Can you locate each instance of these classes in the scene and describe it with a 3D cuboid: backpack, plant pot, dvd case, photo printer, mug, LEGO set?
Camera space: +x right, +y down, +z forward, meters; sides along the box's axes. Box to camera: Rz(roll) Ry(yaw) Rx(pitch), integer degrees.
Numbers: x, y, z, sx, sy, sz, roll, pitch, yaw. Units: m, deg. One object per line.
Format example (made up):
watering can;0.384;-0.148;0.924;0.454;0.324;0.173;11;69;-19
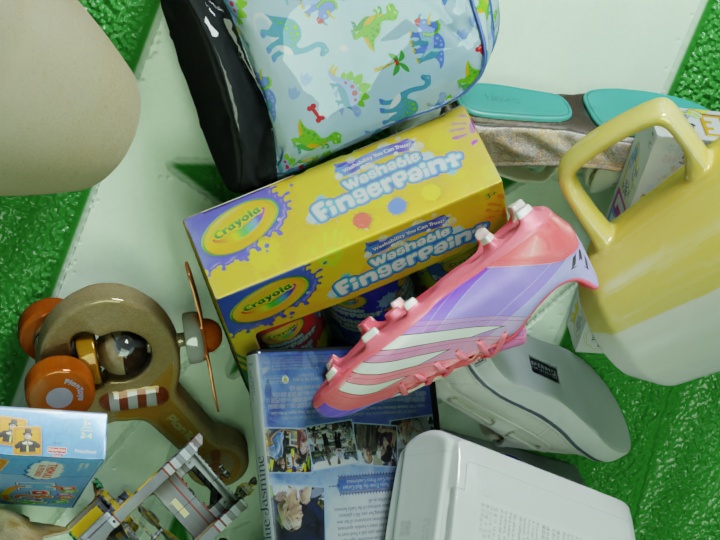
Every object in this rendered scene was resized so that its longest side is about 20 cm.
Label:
backpack;-0.008;-0.153;1.410;0.199;0.154;0.164;-20;103;-19
plant pot;-0.232;-0.121;1.336;0.200;0.187;0.188;24;104;-51
dvd case;-0.003;0.149;1.419;0.142;0.018;0.202;0;80;-36
photo printer;0.104;0.210;1.432;0.199;0.069;0.168;22;67;-37
mug;0.218;-0.016;1.421;0.153;0.149;0.188;-29;84;29
LEGO set;-0.102;0.198;1.478;0.116;0.154;0.200;-42;84;-11

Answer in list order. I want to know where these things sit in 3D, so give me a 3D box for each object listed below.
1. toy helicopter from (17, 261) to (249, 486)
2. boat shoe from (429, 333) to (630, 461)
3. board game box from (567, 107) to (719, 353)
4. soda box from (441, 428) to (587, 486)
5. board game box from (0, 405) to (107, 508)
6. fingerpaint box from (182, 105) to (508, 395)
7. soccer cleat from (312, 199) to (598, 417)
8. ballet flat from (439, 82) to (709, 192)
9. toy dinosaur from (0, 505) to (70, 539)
toy helicopter;-0.134;0.078;1.486;0.132;0.079;0.200;-32;127;11
boat shoe;0.116;0.094;1.535;0.070;0.071;0.200;-28;146;28
board game box;0.235;-0.021;1.513;0.133;0.034;0.201;4;132;-13
soda box;0.065;0.157;1.558;0.199;0.068;0.064;16;108;-18
board game box;-0.276;0.121;1.433;0.198;0.151;0.037;6;71;-14
fingerpaint box;0.000;0.000;1.446;0.199;0.074;0.167;-22;146;-5
soccer cleat;0.059;0.039;1.382;0.200;0.067;0.077;-40;97;3
ballet flat;0.147;-0.090;1.504;0.198;0.068;0.068;5;127;-10
toy dinosaur;-0.238;0.173;1.433;0.100;0.200;0.059;4;93;-20
